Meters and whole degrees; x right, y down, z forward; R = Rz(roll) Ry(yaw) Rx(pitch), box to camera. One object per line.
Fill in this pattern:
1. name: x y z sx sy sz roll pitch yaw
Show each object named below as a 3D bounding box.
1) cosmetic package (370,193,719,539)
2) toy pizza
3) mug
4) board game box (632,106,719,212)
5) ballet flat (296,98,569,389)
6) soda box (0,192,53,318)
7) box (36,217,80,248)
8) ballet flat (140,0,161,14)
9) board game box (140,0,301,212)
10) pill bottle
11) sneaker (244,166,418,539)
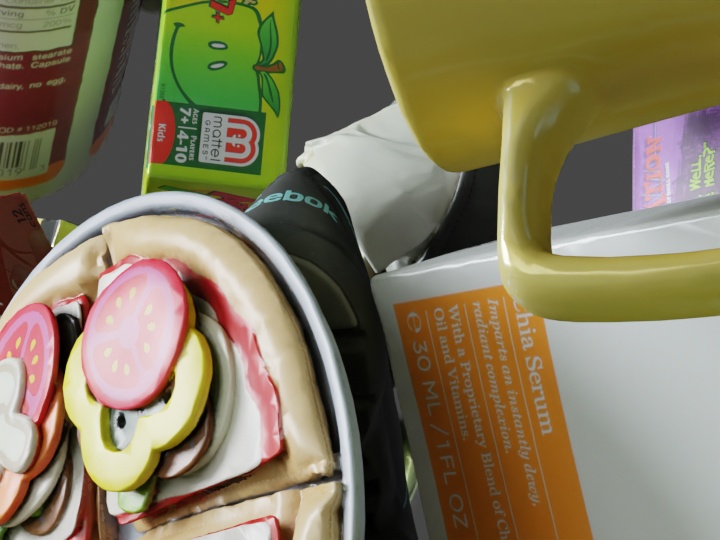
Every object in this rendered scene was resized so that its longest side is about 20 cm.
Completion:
1. cosmetic package: 0.104 0.030 0.666 0.199 0.071 0.102 -12 92 43
2. toy pizza: -0.072 0.076 0.691 0.200 0.032 0.202 -15 70 47
3. mug: 0.088 -0.088 0.614 0.152 0.149 0.188 -5 94 15
4. board game box: 0.132 -0.080 0.736 0.120 0.032 0.201 -14 65 41
5. ballet flat: 0.000 0.000 0.818 0.201 0.068 0.068 -58 43 14
6. soda box: -0.106 0.078 0.845 0.070 0.063 0.201 -36 80 34
7. box: -0.152 0.005 0.979 0.199 0.075 0.050 7 78 50
8. ballet flat: -0.102 -0.196 1.007 0.069 0.069 0.201 -27 57 38
9. board game box: -0.046 -0.110 0.889 0.102 0.047 0.201 115 160 -72
10. pill bottle: -0.132 -0.126 0.916 0.200 0.113 0.115 112 150 -50
11. sneaker: -0.012 0.063 0.773 0.079 0.075 0.201 -82 -8 -60
